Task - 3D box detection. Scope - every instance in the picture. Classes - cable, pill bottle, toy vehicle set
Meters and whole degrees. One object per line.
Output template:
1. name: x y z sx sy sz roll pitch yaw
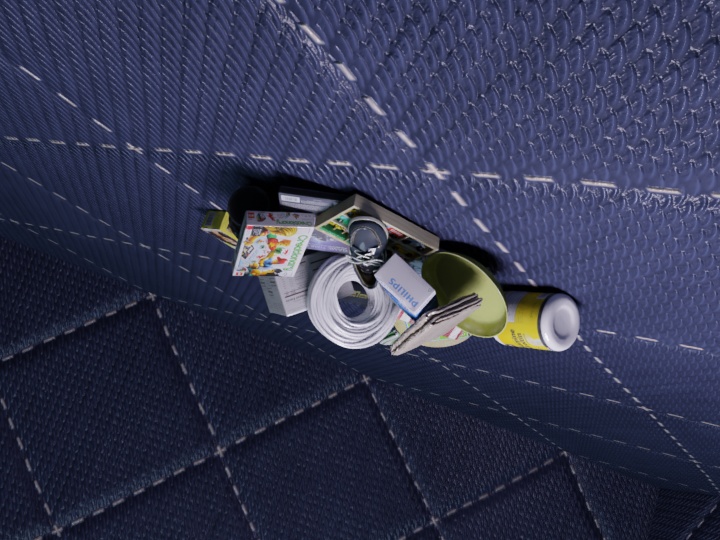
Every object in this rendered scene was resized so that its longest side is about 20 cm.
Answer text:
1. cable: -0.013 0.056 1.741 0.199 0.201 0.069 19 175 -20
2. pill bottle: 0.328 0.098 1.715 0.112 0.113 0.199 29 163 -35
3. pill bottle: -0.199 -0.093 1.711 0.111 0.112 0.200 17 166 11
4. toy vehicle set: 0.030 -0.069 1.577 0.199 0.027 0.124 25 149 -29

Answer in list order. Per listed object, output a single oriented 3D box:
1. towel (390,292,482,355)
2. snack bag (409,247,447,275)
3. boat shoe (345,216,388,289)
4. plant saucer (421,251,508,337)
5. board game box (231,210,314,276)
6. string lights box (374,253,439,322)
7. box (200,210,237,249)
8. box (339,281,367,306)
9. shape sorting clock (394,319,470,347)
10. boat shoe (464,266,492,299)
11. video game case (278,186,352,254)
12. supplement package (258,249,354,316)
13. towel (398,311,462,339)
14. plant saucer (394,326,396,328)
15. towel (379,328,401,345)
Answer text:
1. towel: 0.140 0.100 1.619 0.132 0.035 0.200 -20 165 -27
2. snack bag: 0.096 -0.036 1.715 0.188 0.022 0.200 22 163 -12
3. boat shoe: 0.011 -0.030 1.558 0.074 0.062 0.200 7 154 4
4. plant saucer: 0.203 0.040 1.634 0.199 0.031 0.201 32 145 25
5. board game box: -0.170 -0.048 1.631 0.125 0.035 0.200 1 153 -16
6. string lights box: 0.090 0.041 1.610 0.103 0.059 0.200 44 177 13
7. box: -0.276 -0.075 2.017 0.075 0.050 0.200 6 162 43
8. box: 0.032 0.064 2.043 0.157 0.051 0.199 8 175 39
9. shape sorting clock: 0.170 0.103 1.950 0.199 0.039 0.201 5 129 6
10. boat shoe: 0.220 0.046 1.723 0.068 0.073 0.199 59 154 0
11. video game case: -0.079 -0.091 1.618 0.142 0.019 0.200 8 154 2
12. supplement package: -0.122 0.020 1.849 0.155 0.112 0.200 -18 -175 -16
13. towel: 0.154 0.069 1.887 0.199 0.023 0.144 22 128 -9
14. plant saucer: 0.168 0.126 2.072 0.199 0.032 0.200 -3 168 -1
15. towel: 0.159 0.160 2.097 0.199 0.024 0.153 1 166 -15
